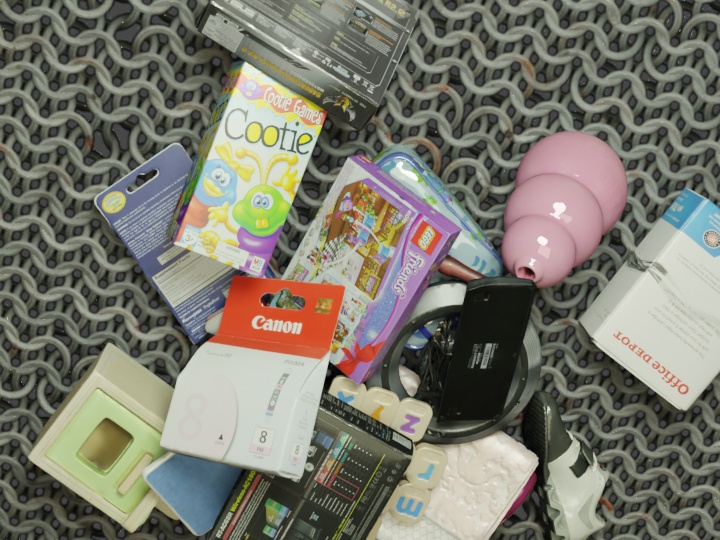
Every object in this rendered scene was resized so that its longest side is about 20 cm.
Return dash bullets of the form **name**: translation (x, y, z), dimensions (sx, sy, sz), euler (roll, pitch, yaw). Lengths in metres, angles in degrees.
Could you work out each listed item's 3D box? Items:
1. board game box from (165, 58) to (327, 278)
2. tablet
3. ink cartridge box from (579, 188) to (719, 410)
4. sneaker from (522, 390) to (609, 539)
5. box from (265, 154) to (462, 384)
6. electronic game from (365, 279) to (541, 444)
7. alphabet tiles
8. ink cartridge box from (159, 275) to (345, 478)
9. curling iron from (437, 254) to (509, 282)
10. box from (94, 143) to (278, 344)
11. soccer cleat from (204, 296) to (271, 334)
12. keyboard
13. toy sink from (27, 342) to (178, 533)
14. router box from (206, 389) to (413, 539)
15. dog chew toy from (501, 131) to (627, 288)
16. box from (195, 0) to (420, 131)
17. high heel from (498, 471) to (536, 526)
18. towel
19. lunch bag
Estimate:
- **board game box**: translation (-0.120, -0.109, 1.273), dimensions (0.104, 0.103, 0.202), euler (21, 92, -15)
- **tablet**: translation (-0.131, 0.201, 1.326), dimensions (0.199, 0.014, 0.131), euler (-36, 130, -5)
- **ink cartridge box**: translation (0.369, 0.032, 1.365), dimensions (0.146, 0.086, 0.201), euler (37, 101, -10)
- **sneaker**: translation (0.246, 0.226, 1.420), dimensions (0.087, 0.074, 0.202), euler (-15, 110, -9)
- **box**: translation (0.000, 0.000, 1.265), dimensions (0.136, 0.039, 0.201), euler (38, 114, 15)
- **electronic game**: translation (0.102, 0.104, 1.323), dimensions (0.197, 0.042, 0.202), euler (-1, 114, -2)
- **alphabet tiles**: translation (-0.008, 0.214, 1.337), dimensions (0.198, 0.015, 0.197), euler (19, 109, -11)
- **ink cartridge box**: translation (-0.111, 0.101, 1.236), dimensions (0.161, 0.057, 0.203), euler (5, 79, 35)
- **curling iron**: translation (0.088, -0.013, 1.266), dimensions (0.199, 0.050, 0.026), euler (29, 76, 12)
- **box**: translation (-0.194, -0.032, 1.346), dimensions (0.120, 0.032, 0.201), euler (-32, 105, 5)
- **soccer cleat**: translation (-0.104, 0.114, 1.366), dimensions (0.084, 0.069, 0.201), euler (-16, 122, 21)
- **keyboard**: translation (0.116, 0.078, 1.263), dimensions (0.103, 0.040, 0.202), euler (0, 129, -11)
- **toy sink**: translation (-0.251, 0.204, 1.361), dimensions (0.199, 0.112, 0.131), euler (39, 99, -12)
- **router box**: translation (-0.054, 0.236, 1.283), dimensions (0.149, 0.062, 0.201), euler (29, 101, -3)
- **dog chew toy**: translation (0.209, -0.059, 1.276), dimensions (0.123, 0.201, 0.126), euler (17, 135, 18)
- **box**: translation (-0.050, -0.259, 1.240), dimensions (0.199, 0.159, 0.048), euler (30, 142, -10)
- **high heel**: translation (0.107, 0.270, 1.416), dimensions (0.199, 0.068, 0.096), euler (-35, 114, 9)
- **towel**: translation (0.075, 0.241, 1.390), dimensions (0.199, 0.032, 0.192), euler (33, 92, 7)
- **lunch bag**: translation (0.050, -0.022, 1.339), dimensions (0.160, 0.083, 0.200), euler (-39, 102, 11)
